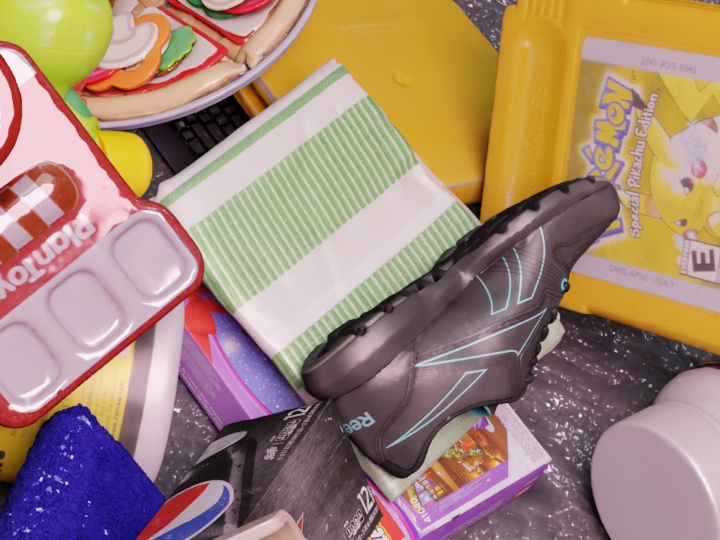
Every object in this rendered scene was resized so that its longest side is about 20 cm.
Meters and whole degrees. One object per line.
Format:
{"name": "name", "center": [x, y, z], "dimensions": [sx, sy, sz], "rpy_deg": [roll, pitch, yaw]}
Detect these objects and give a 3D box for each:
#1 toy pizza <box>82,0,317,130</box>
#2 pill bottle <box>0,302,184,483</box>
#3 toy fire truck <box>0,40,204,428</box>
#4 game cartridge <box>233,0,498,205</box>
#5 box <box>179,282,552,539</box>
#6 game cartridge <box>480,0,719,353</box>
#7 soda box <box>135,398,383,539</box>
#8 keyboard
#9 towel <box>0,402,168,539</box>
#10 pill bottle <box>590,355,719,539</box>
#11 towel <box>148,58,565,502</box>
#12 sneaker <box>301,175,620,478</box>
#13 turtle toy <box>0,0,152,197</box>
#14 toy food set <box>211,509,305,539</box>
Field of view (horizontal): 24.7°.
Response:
{"name": "toy pizza", "center": [-0.121, -0.158, 0.957], "dimensions": [0.199, 0.032, 0.201], "rpy_deg": [-10, 46, 10]}
{"name": "pill bottle", "center": [-0.192, 0.042, 0.791], "dimensions": [0.199, 0.111, 0.112], "rpy_deg": [10, 52, -12]}
{"name": "toy fire truck", "center": [-0.184, 0.002, 0.694], "dimensions": [0.200, 0.112, 0.168], "rpy_deg": [-41, 104, -15]}
{"name": "game cartridge", "center": [0.019, -0.106, 1.006], "dimensions": [0.200, 0.032, 0.177], "rpy_deg": [-10, 54, -41]}
{"name": "box", "center": [-0.011, 0.062, 0.889], "dimensions": [0.137, 0.039, 0.200], "rpy_deg": [-24, 66, -34]}
{"name": "game cartridge", "center": [0.152, -0.057, 0.882], "dimensions": [0.200, 0.177, 0.032], "rpy_deg": [17, 18, 40]}
{"name": "soda box", "center": [-0.058, 0.135, 0.721], "dimensions": [0.071, 0.063, 0.200], "rpy_deg": [67, 25, -15]}
{"name": "keyboard", "center": [-0.079, -0.109, 1.004], "dimensions": [0.127, 0.021, 0.200], "rpy_deg": [-24, 67, -32]}
{"name": "towel", "center": [-0.117, 0.176, 0.704], "dimensions": [0.049, 0.148, 0.200], "rpy_deg": [-8, 43, 23]}
{"name": "pill bottle", "center": [0.231, 0.093, 0.906], "dimensions": [0.200, 0.114, 0.114], "rpy_deg": [-21, 64, -31]}
{"name": "towel", "center": [0.000, 0.000, 0.870], "dimensions": [0.152, 0.023, 0.200], "rpy_deg": [-39, 87, -29]}
{"name": "sneaker", "center": [0.062, 0.024, 0.839], "dimensions": [0.200, 0.075, 0.079], "rpy_deg": [-36, 94, -20]}
{"name": "turtle toy", "center": [-0.185, -0.075, 0.828], "dimensions": [0.145, 0.200, 0.101], "rpy_deg": [0, 65, -39]}
{"name": "toy food set", "center": [-0.053, 0.199, 0.599], "dimensions": [0.143, 0.060, 0.201], "rpy_deg": [-24, 103, 2]}
